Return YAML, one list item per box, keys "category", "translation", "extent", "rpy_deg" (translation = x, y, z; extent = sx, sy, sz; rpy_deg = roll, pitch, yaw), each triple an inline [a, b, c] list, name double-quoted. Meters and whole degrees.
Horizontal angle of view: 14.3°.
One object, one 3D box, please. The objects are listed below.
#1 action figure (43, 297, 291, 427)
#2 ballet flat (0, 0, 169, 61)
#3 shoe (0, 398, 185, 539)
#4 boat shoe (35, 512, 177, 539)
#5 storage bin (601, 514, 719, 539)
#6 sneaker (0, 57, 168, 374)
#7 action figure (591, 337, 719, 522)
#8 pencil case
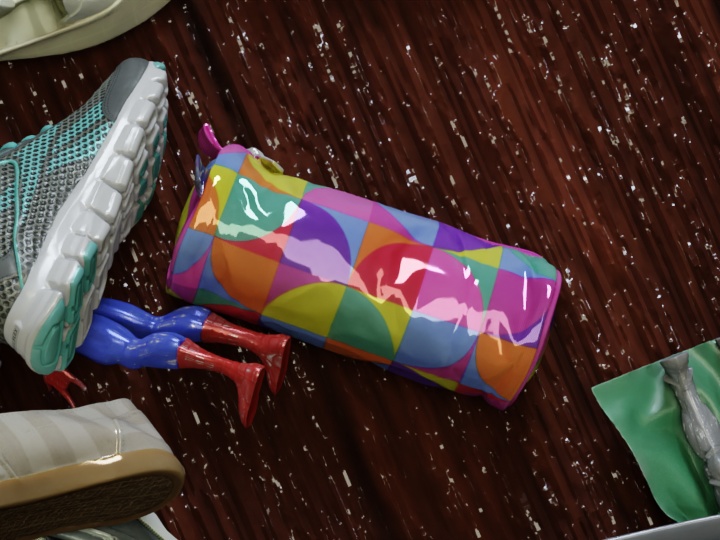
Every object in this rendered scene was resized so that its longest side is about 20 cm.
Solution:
- category: "action figure"
  translation: [-0.138, 0.028, 1.410]
  extent: [0.200, 0.065, 0.052]
  rpy_deg: [20, 122, 12]
- category: "ballet flat"
  translation: [-0.171, -0.137, 1.434]
  extent: [0.200, 0.069, 0.069]
  rpy_deg: [-24, 84, -8]
- category: "shoe"
  translation: [-0.179, 0.098, 1.323]
  extent: [0.200, 0.070, 0.053]
  rpy_deg: [-8, 63, -32]
- category: "boat shoe"
  translation: [-0.093, 0.170, 1.381]
  extent: [0.200, 0.062, 0.073]
  rpy_deg: [37, 124, 7]
- category: "storage bin"
  translation: [0.108, 0.208, 1.369]
  extent: [0.200, 0.134, 0.146]
  rpy_deg: [-14, 83, -6]
- category: "sneaker"
  translation: [-0.153, -0.041, 1.384]
  extent: [0.091, 0.078, 0.200]
  rpy_deg: [17, 44, 6]
- category: "action figure"
  translation: [0.207, 0.130, 1.433]
  extent: [0.118, 0.055, 0.200]
  rpy_deg: [-21, 88, -10]
- category: "pencil case"
  translation: [0.000, 0.000, 1.420]
  extent: [0.200, 0.088, 0.088]
  rpy_deg: [21, 80, -2]
